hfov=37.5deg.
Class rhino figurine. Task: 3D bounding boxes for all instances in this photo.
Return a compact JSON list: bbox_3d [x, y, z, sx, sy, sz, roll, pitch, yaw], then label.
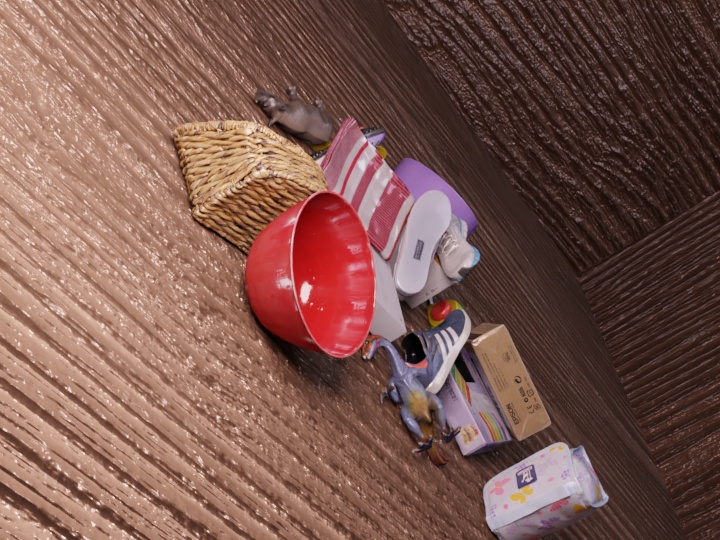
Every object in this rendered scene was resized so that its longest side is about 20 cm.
[{"bbox_3d":[-0.114,-0.266,1.801,0.199,0.060,0.088,12,45,-57],"label":"rhino figurine"}]

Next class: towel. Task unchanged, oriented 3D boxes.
[{"bbox_3d":[0.013,-0.133,1.735,0.200,0.023,0.145,49,47,-28],"label":"towel"}]

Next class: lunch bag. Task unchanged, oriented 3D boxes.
[{"bbox_3d":[0.300,0.366,1.734,0.129,0.168,0.199,64,18,14],"label":"lunch bag"}]

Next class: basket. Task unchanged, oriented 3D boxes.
[{"bbox_3d":[-0.126,-0.123,1.368,0.200,0.142,0.151,37,28,-53],"label":"basket"}]

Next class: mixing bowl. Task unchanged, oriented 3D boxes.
[{"bbox_3d":[-0.072,0.009,1.307,0.199,0.107,0.204,18,68,-57],"label":"mixing bowl"}]

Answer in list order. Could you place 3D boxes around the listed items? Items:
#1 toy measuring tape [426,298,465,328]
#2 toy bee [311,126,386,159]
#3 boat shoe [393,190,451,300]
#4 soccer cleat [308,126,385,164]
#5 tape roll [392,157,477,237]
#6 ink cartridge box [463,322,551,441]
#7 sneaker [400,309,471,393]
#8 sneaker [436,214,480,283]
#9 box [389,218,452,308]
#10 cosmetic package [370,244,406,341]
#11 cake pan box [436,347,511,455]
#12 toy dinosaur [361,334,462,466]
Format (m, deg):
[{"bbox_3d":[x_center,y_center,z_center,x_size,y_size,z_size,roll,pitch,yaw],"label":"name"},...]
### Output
[{"bbox_3d":[0.164,0.070,2.026,0.074,0.073,0.201,50,19,-28],"label":"toy measuring tape"},{"bbox_3d":[-0.010,-0.212,1.891,0.129,0.110,0.200,-1,28,-29],"label":"toy bee"},{"bbox_3d":[0.095,-0.043,1.797,0.073,0.065,0.202,28,66,-6],"label":"boat shoe"},{"bbox_3d":[-0.027,-0.183,1.781,0.199,0.068,0.074,-34,111,-37],"label":"soccer cleat"},{"bbox_3d":[0.129,-0.121,2.079,0.199,0.085,0.200,41,-8,7],"label":"tape roll"},{"bbox_3d":[0.260,0.202,1.954,0.202,0.074,0.165,64,-7,0],"label":"ink cartridge box"},{"bbox_3d":[0.115,0.115,1.719,0.084,0.075,0.201,43,41,-11],"label":"sneaker"},{"bbox_3d":[0.151,-0.053,1.880,0.087,0.075,0.201,42,15,-26],"label":"sneaker"},{"bbox_3d":[0.071,-0.053,1.912,0.200,0.097,0.125,48,21,-34],"label":"box"},{"bbox_3d":[0.000,0.000,1.692,0.151,0.051,0.202,44,22,-37],"label":"cosmetic package"},{"bbox_3d":[0.179,0.221,1.844,0.202,0.052,0.184,64,15,18],"label":"cake pan box"},{"bbox_3d":[0.062,0.186,1.580,0.182,0.104,0.202,54,-26,31],"label":"toy dinosaur"}]
